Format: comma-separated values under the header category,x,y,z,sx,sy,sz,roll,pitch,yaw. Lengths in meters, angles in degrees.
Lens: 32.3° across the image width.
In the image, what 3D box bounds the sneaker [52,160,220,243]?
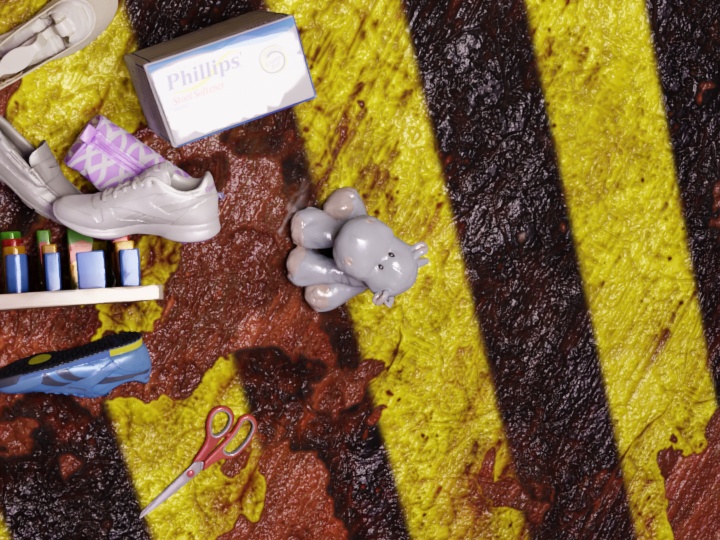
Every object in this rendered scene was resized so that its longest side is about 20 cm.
category,x,y,z,sx,sy,sz,roll,pitch,yaw
sneaker,-0.266,-0.088,1.488,0.198,0.075,0.100,1,117,-6

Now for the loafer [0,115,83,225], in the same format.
category,x,y,z,sx,sy,sz,roll,pitch,yaw
loafer,-0.398,-0.125,1.511,0.200,0.070,0.070,37,107,-22

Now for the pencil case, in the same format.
category,x,y,z,sx,sy,sz,roll,pitch,yaw
pencil case,-0.270,-0.111,1.551,0.199,0.085,0.084,33,86,-21

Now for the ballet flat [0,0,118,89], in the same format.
category,x,y,z,sx,sy,sz,roll,pitch,yaw
ballet flat,-0.373,-0.278,1.487,0.199,0.069,0.070,-35,111,-8

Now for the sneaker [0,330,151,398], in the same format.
category,x,y,z,sx,sy,sz,roll,pitch,yaw
sneaker,-0.366,0.139,1.591,0.199,0.066,0.079,-13,111,-15

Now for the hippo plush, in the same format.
category,x,y,z,sx,sy,sz,roll,pitch,yaw
hippo plush,0.000,0.000,1.625,0.200,0.161,0.159,42,88,-22

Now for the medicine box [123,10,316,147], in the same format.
category,x,y,z,sx,sy,sz,roll,pitch,yaw
medicine box,-0.172,-0.234,1.491,0.181,0.200,0.104,-21,109,-12

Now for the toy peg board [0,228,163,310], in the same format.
category,x,y,z,sx,sy,sz,roll,pitch,yaw
toy peg board,-0.353,-0.005,1.500,0.198,0.199,0.099,-4,89,-17

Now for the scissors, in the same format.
category,x,y,z,sx,sy,sz,roll,pitch,yaw
scissors,-0.218,0.272,1.699,0.073,0.014,0.201,35,89,-24
